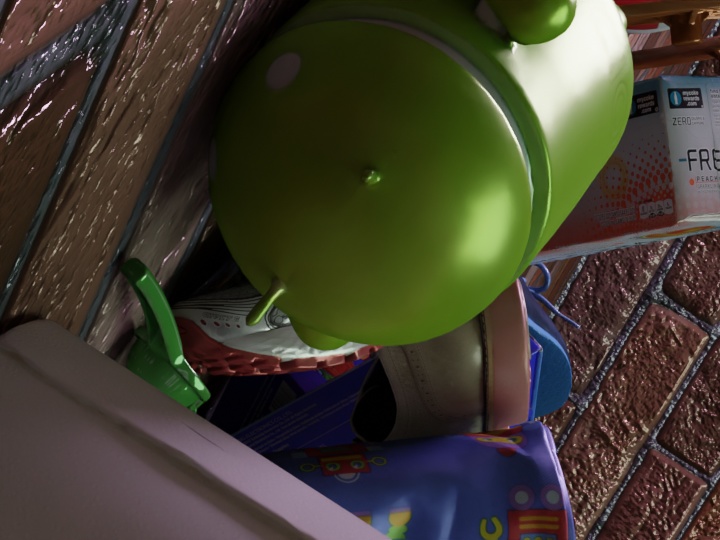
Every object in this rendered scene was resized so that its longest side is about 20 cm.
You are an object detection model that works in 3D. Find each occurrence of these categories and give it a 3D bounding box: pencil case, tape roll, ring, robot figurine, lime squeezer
[{"bbox_3d":[-0.010,0.112,1.042,0.078,0.198,0.088,-128,-145,-67],"label":"pencil case"},{"bbox_3d":[-0.092,0.135,0.787,0.203,0.139,0.203,-57,172,-12],"label":"tape roll"},{"bbox_3d":[0.110,-0.092,1.117,0.200,0.199,0.019,12,73,-83],"label":"ring"},{"bbox_3d":[0.023,-0.051,0.892,0.176,0.115,0.200,-53,177,37],"label":"robot figurine"},{"bbox_3d":[-0.086,0.050,0.944,0.070,0.038,0.201,-13,145,-34],"label":"lime squeezer"}]

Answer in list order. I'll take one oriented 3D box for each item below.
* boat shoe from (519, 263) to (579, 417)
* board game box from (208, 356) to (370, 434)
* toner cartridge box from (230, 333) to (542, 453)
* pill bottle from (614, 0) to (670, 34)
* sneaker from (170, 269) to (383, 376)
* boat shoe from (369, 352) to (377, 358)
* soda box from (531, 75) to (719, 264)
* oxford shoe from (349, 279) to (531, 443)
[{"bbox_3d":[0.070,0.014,1.411,0.200,0.084,0.069,63,14,-55],"label":"boat shoe"},{"bbox_3d":[-0.033,0.118,1.282,0.134,0.045,0.201,-4,131,-46],"label":"board game box"},{"bbox_3d":[-0.009,0.095,1.198,0.199,0.043,0.095,-27,146,-24],"label":"toner cartridge box"},{"bbox_3d":[0.119,-0.165,1.095,0.113,0.112,0.200,-57,173,-6],"label":"pill bottle"},{"bbox_3d":[-0.012,-0.017,1.027,0.200,0.077,0.083,-35,114,-46],"label":"sneaker"},{"bbox_3d":[0.000,0.000,1.170,0.075,0.062,0.200,-56,172,-5],"label":"boat shoe"},{"bbox_3d":[0.099,-0.042,1.212,0.063,0.069,0.199,-4,176,-37],"label":"soda box"},{"bbox_3d":[0.031,0.069,1.131,0.201,0.073,0.071,91,-7,-49],"label":"oxford shoe"}]
